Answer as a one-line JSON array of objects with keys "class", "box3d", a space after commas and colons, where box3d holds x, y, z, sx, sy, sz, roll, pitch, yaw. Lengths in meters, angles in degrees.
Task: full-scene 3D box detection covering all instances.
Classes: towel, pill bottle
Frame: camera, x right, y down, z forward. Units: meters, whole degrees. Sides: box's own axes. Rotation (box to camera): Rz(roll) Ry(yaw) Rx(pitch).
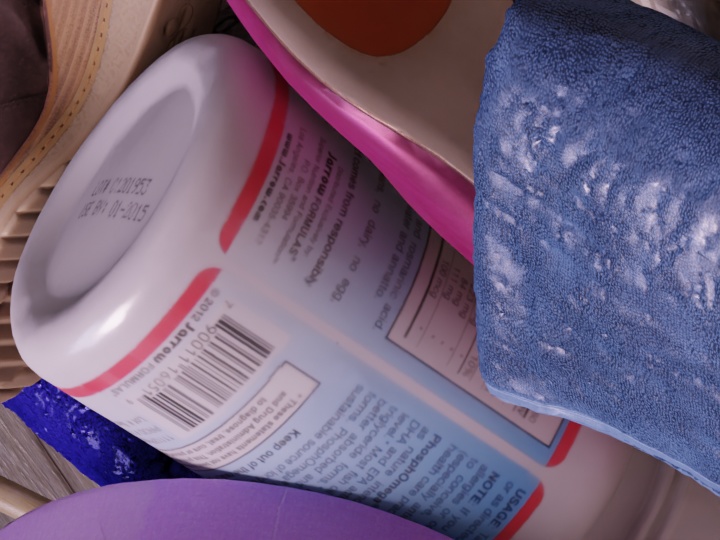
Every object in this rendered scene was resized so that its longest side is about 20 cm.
[{"class": "towel", "box3d": [0.106, 0.019, 0.549, 0.200, 0.048, 0.112, 31, 144, 32]}, {"class": "towel", "box3d": [-0.104, 0.039, 0.900, 0.200, 0.050, 0.148, 34, 177, 36]}, {"class": "pill bottle", "box3d": [0.008, 0.028, 0.742, 0.200, 0.109, 0.109, 34, 172, -23]}]

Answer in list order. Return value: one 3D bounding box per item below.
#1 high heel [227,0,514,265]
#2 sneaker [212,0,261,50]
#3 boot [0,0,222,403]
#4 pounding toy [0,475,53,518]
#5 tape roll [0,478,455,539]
[{"class": "high heel", "box3d": [0.029, -0.024, 0.695, 0.200, 0.067, 0.096, 43, 153, 15]}, {"class": "sneaker", "box3d": [0.000, 0.000, 0.834, 0.200, 0.074, 0.087, 63, 167, -26]}, {"class": "boot", "box3d": [-0.124, -0.076, 0.814, 0.166, 0.201, 0.072, 33, -167, 34]}, {"class": "pounding toy", "box3d": [-0.051, 0.136, 1.188, 0.200, 0.142, 0.184, 54, 164, -17]}, {"class": "tape roll", "box3d": [-0.028, 0.145, 0.753, 0.199, 0.066, 0.201, 8, 140, 7]}]
